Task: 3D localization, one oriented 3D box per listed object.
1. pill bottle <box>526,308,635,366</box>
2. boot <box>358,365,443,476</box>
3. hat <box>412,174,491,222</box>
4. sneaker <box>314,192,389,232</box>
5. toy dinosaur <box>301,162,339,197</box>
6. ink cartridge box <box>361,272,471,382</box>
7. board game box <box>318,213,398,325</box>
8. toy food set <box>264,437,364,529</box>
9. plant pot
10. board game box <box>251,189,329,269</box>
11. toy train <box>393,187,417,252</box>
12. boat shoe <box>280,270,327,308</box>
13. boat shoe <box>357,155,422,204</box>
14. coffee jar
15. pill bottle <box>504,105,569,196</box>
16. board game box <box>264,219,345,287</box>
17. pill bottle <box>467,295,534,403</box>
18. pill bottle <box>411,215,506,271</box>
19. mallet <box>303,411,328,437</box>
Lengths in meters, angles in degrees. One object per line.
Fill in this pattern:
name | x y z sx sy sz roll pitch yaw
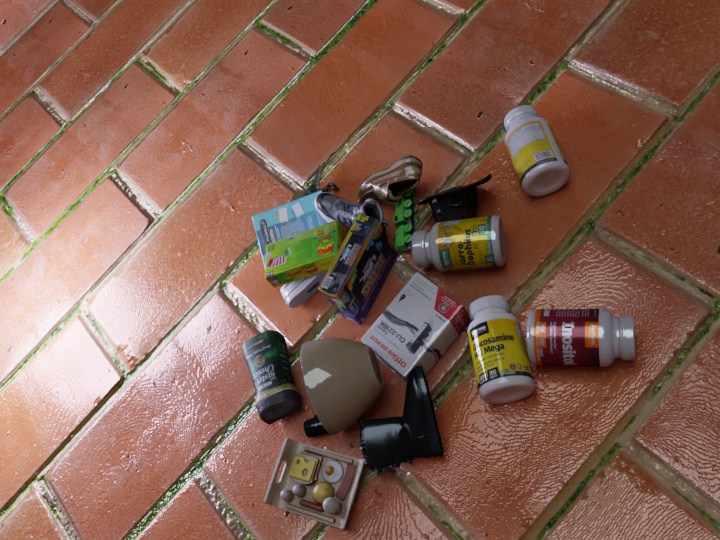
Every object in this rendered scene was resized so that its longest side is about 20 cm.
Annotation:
pill bottle | 0.434 0.132 1.365 0.197 0.113 0.114 -3 63 22
boot | 0.074 0.308 1.417 0.160 0.073 0.201 -13 85 8
hat | 0.222 -0.152 1.600 0.198 0.201 0.082 -20 91 12
sneaker | -0.016 -0.145 1.663 0.199 0.114 0.076 31 66 2
toy dinosaur | -0.111 -0.206 1.821 0.087 0.048 0.202 11 65 35
ink cartridge box | 0.120 0.130 1.517 0.144 0.084 0.201 36 83 33
board game box | 0.000 0.000 1.589 0.056 0.165 0.202 18 72 31
toy food set | -0.095 0.444 1.457 0.198 0.060 0.145 8 68 26
plant pot | -0.026 0.226 1.463 0.133 0.201 0.202 -20 57 8
board game box | -0.161 -0.096 1.752 0.198 0.047 0.153 -18 79 14
toy train | 0.108 -0.136 1.692 0.056 0.042 0.202 -17 56 29
boat shoe | -0.112 0.006 1.696 0.200 0.072 0.066 -43 60 7
boat shoe | 0.069 -0.203 1.689 0.199 0.075 0.075 -32 48 38
coffee jar | -0.203 0.245 1.594 0.103 0.085 0.202 -27 57 8
pill bottle | 0.399 -0.280 1.600 0.111 0.112 0.202 -20 57 12
board game box | -0.131 -0.039 1.659 0.198 0.048 0.103 -18 51 18
pill bottle | 0.280 0.159 1.416 0.111 0.113 0.202 -16 58 14
pill bottle | 0.220 -0.057 1.557 0.197 0.113 0.114 -5 62 20
mallet | -0.111 0.282 1.568 0.065 0.041 0.202 -24 53 6
